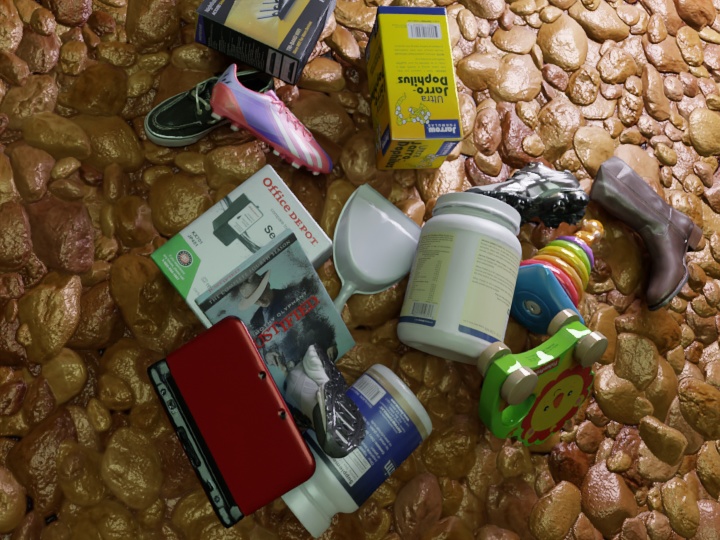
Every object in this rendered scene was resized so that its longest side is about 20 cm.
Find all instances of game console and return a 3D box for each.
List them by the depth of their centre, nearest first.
[{"bbox_3d":[-0.160,0.182,0.693,0.117,0.172,0.203,-26,83,-23],"label":"game console"}]

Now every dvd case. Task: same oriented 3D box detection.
[{"bbox_3d":[-0.100,0.069,0.737,0.145,0.022,0.203,-37,123,-16],"label":"dvd case"}]

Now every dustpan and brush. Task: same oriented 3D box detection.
[{"bbox_3d":[0.000,0.000,0.818,0.138,0.057,0.203,36,67,-14],"label":"dustpan and brush"}]

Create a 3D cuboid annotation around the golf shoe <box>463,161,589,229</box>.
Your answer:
[{"bbox_3d":[0.242,-0.116,0.879,0.194,0.079,0.096,2,54,-5],"label":"golf shoe"}]

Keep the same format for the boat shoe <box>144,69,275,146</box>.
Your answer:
[{"bbox_3d":[-0.215,-0.240,0.821,0.196,0.064,0.072,-25,83,-14],"label":"boat shoe"}]

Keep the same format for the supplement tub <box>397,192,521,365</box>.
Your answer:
[{"bbox_3d":[0.137,0.013,0.781,0.141,0.145,0.205,17,79,-6],"label":"supplement tub"}]

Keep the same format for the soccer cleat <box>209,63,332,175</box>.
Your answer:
[{"bbox_3d":[-0.113,-0.202,0.801,0.197,0.067,0.078,27,96,-25],"label":"soccer cleat"}]

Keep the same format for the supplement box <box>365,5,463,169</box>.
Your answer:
[{"bbox_3d":[0.074,-0.266,0.853,0.106,0.109,0.206,-4,78,-11],"label":"supplement box"}]

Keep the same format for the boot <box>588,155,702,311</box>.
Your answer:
[{"bbox_3d":[0.419,-0.064,0.892,0.199,0.064,0.188,40,62,-3],"label":"boot"}]

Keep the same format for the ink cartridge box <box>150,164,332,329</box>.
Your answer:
[{"bbox_3d":[-0.154,-0.020,0.774,0.199,0.083,0.147,-41,87,-15],"label":"ink cartridge box"}]

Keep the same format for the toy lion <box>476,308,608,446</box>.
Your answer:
[{"bbox_3d":[0.235,0.161,0.758,0.196,0.196,0.069,-18,39,-26],"label":"toy lion"}]

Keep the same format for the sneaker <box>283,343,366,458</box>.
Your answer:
[{"bbox_3d":[-0.049,0.163,0.676,0.079,0.200,0.074,-41,109,0],"label":"sneaker"}]

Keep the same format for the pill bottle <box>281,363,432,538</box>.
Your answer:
[{"bbox_3d":[-0.013,0.227,0.731,0.199,0.116,0.116,-41,87,-14],"label":"pill bottle"}]

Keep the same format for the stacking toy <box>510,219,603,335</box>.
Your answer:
[{"bbox_3d":[0.303,-0.010,0.851,0.200,0.109,0.117,-44,102,-26],"label":"stacking toy"}]

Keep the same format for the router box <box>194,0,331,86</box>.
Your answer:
[{"bbox_3d":[-0.130,-0.382,0.843,0.154,0.052,0.204,21,58,-5],"label":"router box"}]
